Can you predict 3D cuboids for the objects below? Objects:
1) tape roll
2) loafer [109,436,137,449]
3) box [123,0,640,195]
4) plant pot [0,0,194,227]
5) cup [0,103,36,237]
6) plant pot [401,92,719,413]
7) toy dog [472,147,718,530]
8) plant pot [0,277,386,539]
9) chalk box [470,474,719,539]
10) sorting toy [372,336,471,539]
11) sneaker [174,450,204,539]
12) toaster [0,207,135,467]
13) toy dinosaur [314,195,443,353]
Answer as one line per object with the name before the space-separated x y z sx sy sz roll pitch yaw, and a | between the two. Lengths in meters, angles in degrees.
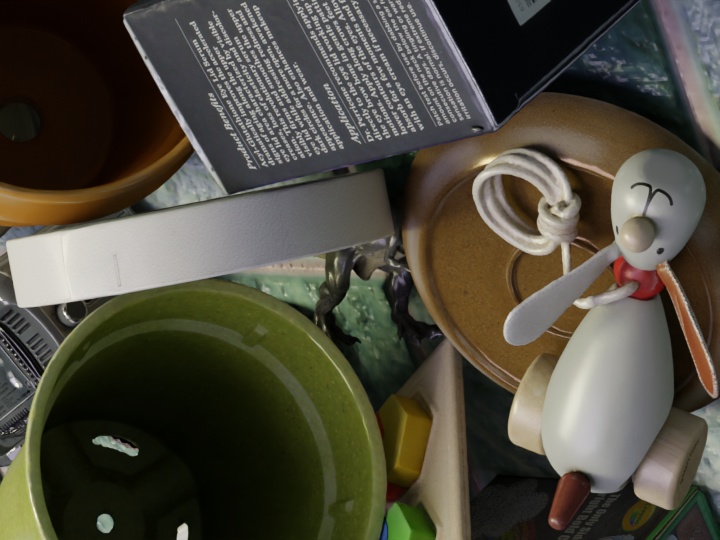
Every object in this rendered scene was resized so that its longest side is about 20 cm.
tape roll | -0.082 -0.017 1.157 0.202 0.202 0.037 -8 94 48
loafer | -0.093 0.079 1.397 0.073 0.071 0.200 53 143 -7
box | 0.014 -0.127 1.041 0.199 0.148 0.105 -10 115 51
plant pot | -0.180 -0.109 1.238 0.200 0.200 0.183 48 160 1
cup | -0.283 -0.070 1.386 0.142 0.201 0.201 -8 120 19
plant pot | 0.107 0.003 1.127 0.199 0.028 0.201 16 133 18
toy dog | 0.114 0.045 1.069 0.131 0.096 0.201 2 126 29
plant pot | -0.114 0.126 1.237 0.201 0.200 0.184 51 149 -3
chalk box | 0.134 0.198 1.227 0.199 0.124 0.124 -1 121 47
sorting toy | 0.004 0.149 1.239 0.036 0.201 0.185 23 133 -18
sneaker | -0.101 0.154 1.431 0.093 0.071 0.200 6 151 -16
toaster | -0.193 0.038 1.415 0.114 0.129 0.200 51 143 -2
toy dinosaur | 0.000 0.000 1.252 0.199 0.047 0.089 -4 102 46
